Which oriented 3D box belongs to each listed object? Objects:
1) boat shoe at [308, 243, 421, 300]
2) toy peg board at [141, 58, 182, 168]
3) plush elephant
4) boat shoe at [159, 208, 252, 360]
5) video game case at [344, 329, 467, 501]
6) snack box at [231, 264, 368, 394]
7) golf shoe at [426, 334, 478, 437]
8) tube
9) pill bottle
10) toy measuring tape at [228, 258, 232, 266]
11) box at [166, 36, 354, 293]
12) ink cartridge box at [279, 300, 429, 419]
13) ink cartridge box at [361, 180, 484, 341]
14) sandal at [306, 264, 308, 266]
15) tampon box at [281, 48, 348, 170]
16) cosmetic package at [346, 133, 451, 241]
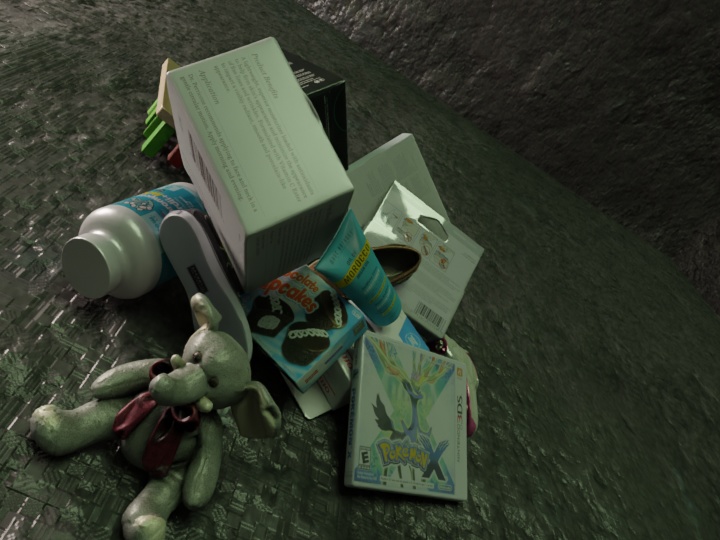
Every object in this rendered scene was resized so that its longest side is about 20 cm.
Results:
[{"bbox_3d":[0.000,0.000,0.822,0.196,0.072,0.077,-19,88,-19],"label":"boat shoe"},{"bbox_3d":[-0.296,-0.243,1.026,0.198,0.097,0.202,36,25,-37],"label":"toy peg board"},{"bbox_3d":[-0.165,0.123,0.534,0.165,0.156,0.199,44,30,15],"label":"plush elephant"},{"bbox_3d":[-0.175,0.021,0.685,0.204,0.069,0.066,66,22,-11],"label":"boat shoe"},{"bbox_3d":[0.067,0.190,0.735,0.197,0.022,0.187,21,61,-34],"label":"video game case"},{"bbox_3d":[-0.097,0.048,0.731,0.199,0.116,0.037,37,-20,32],"label":"snack box"},{"bbox_3d":[0.162,0.182,0.909,0.090,0.076,0.202,26,31,-25],"label":"golf shoe"},{"bbox_3d":[0.001,0.008,0.703,0.050,0.079,0.200,19,-18,29],"label":"tube"},{"bbox_3d":[-0.267,-0.036,0.705,0.110,0.112,0.200,37,28,3],"label":"pill bottle"},{"bbox_3d":[-0.130,0.008,0.842,0.198,0.074,0.074,34,28,-9],"label":"toy measuring tape"},{"bbox_3d":[-0.118,-0.112,0.663,0.129,0.200,0.202,-24,78,-18],"label":"box"},{"bbox_3d":[-0.012,0.109,0.780,0.197,0.067,0.117,-14,60,-43],"label":"ink cartridge box"},{"bbox_3d":[0.083,-0.015,0.916,0.198,0.043,0.176,35,69,-10],"label":"ink cartridge box"},{"bbox_3d":[-0.150,-0.056,0.897,0.202,0.082,0.050,41,69,-3],"label":"sandal"},{"bbox_3d":[-0.127,-0.236,0.882,0.125,0.152,0.199,-29,47,-28],"label":"tampon box"},{"bbox_3d":[0.057,-0.101,0.951,0.203,0.149,0.052,62,-9,-19],"label":"cosmetic package"}]
